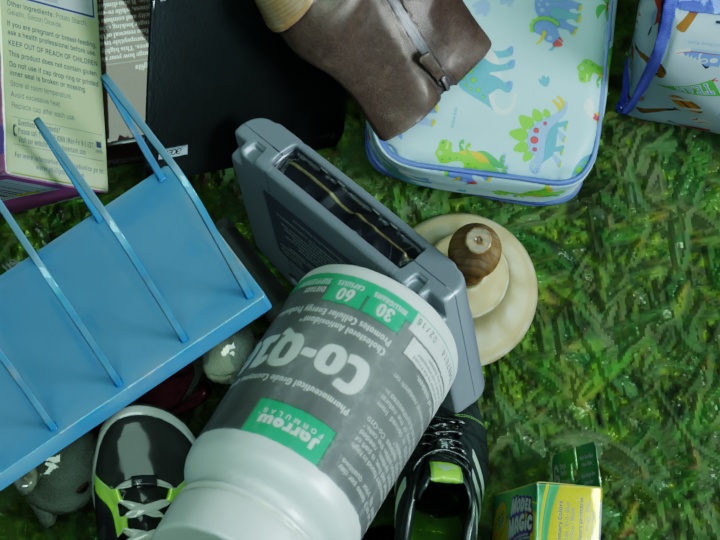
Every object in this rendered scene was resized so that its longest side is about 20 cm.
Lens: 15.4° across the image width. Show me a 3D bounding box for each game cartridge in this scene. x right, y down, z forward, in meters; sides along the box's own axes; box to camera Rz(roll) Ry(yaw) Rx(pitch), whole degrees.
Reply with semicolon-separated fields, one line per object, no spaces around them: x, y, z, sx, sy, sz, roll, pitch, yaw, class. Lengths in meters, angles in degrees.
0.000;0.000;1.668;0.041;0.133;0.200;-36;55;-22;game cartridge

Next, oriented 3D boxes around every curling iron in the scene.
-0.037;0.033;1.699;0.049;0.026;0.200;-18;47;-33;curling iron

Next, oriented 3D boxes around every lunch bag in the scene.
0.084;-0.150;1.742;0.160;0.082;0.201;7;80;-1;lunch bag
0.260;-0.153;1.685;0.169;0.200;0.124;7;85;1;lunch bag

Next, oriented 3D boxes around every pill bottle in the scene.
-0.032;0.103;1.545;0.113;0.113;0.200;30;57;3;pill bottle

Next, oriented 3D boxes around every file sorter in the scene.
-0.184;0.002;1.552;0.200;0.123;0.139;-34;47;-5;file sorter

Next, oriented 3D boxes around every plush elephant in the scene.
-0.156;0.093;1.659;0.199;0.165;0.155;17;84;7;plush elephant

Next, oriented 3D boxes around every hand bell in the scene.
0.067;-0.004;1.657;0.104;0.200;0.105;0;80;-1;hand bell

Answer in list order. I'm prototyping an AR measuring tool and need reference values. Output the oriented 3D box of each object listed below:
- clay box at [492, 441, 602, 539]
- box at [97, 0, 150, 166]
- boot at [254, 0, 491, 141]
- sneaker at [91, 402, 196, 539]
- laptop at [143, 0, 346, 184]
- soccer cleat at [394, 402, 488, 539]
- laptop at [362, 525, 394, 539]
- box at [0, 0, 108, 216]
0.113;0.210;1.664;0.047;0.115;0.201;4;80;-10;clay box
-0.159;-0.173;1.745;0.100;0.075;0.201;-7;79;-3;box
0.028;-0.203;1.671;0.200;0.072;0.166;-47;113;-9;boot
-0.116;0.178;1.554;0.071;0.083;0.201;-6;93;-6;sneaker
-0.103;-0.176;1.714;0.177;0.103;0.200;-14;61;-44;laptop
0.051;0.132;1.666;0.067;0.081;0.201;7;51;-5;soccer cleat
-0.039;0.275;1.651;0.199;0.116;0.187;-8;40;-26;laptop
-0.261;-0.136;1.682;0.175;0.097;0.201;-11;78;34;box
